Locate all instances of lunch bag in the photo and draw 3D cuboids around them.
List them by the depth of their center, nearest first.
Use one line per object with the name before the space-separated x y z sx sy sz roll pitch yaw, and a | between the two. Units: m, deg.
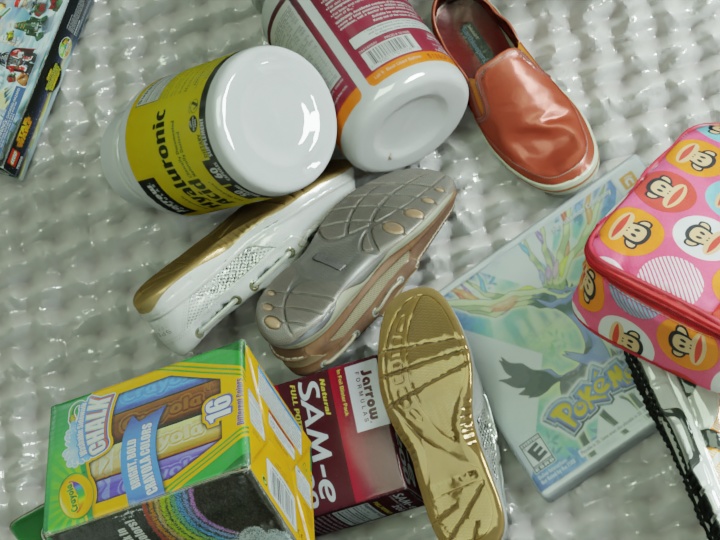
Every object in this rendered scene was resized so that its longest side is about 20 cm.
lunch bag | 0.260 -0.004 1.422 0.176 0.082 0.200 29 48 21

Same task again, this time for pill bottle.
pill bottle | -0.116 -0.101 1.575 0.200 0.111 0.112 -10 66 54
pill bottle | -0.010 -0.181 1.598 0.109 0.110 0.200 -36 61 5

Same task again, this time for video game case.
video game case | 0.171 0.041 1.517 0.200 0.022 0.183 -35 65 6

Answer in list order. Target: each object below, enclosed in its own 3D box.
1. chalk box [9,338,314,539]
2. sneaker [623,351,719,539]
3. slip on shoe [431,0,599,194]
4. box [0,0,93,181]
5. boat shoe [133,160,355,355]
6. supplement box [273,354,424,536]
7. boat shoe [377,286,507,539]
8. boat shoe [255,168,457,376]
chalk box | -0.145 0.158 1.449 0.199 0.125 0.124 -18 42 13
sneaker | 0.256 0.123 1.425 0.080 0.074 0.201 -22 82 -5
slip on shoe | 0.112 -0.140 1.573 0.074 0.061 0.200 -33 67 5
box | -0.314 -0.188 1.748 0.136 0.040 0.201 15 79 24
boat shoe | -0.078 -0.009 1.593 0.200 0.071 0.069 -36 106 -10
supplement box | -0.060 0.146 1.544 0.199 0.061 0.109 -18 68 12
boat shoe | 0.062 0.113 1.505 0.070 0.069 0.201 -16 74 13
boat shoe | 0.000 0.000 1.559 0.076 0.072 0.200 29 62 38
